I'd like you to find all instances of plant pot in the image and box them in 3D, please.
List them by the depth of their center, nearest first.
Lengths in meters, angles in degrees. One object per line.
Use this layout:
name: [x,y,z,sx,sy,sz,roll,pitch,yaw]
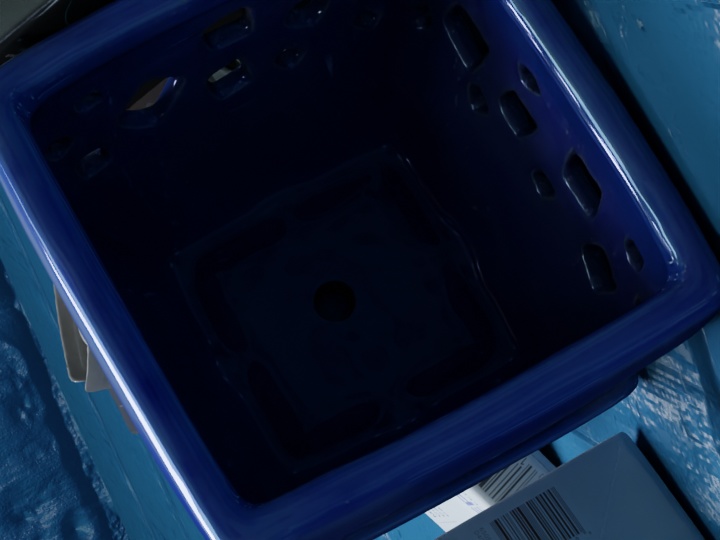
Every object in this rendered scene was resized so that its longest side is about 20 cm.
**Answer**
plant pot: [-0.005,-0.004,0.874,0.200,0.200,0.180,59,173,14]

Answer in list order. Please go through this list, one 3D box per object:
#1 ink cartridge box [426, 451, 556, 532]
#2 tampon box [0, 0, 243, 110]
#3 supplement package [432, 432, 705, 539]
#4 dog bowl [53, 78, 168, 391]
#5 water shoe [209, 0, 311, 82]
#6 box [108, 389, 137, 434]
ink cartridge box: [-0.005,0.054,1.178,0.200,0.041,0.200,44,168,-2]
tampon box: [-0.164,-0.150,0.890,0.200,0.126,0.150,59,-158,11]
supplement package: [0.092,0.179,1.012,0.110,0.114,0.200,55,164,26]
dog bowl: [-0.125,-0.034,1.197,0.200,0.058,0.201,174,90,-78]
water shoe: [-0.093,-0.165,0.988,0.079,0.071,0.200,-32,86,35]
box: [-0.121,-0.011,1.456,0.197,0.124,0.200,65,167,-2]
